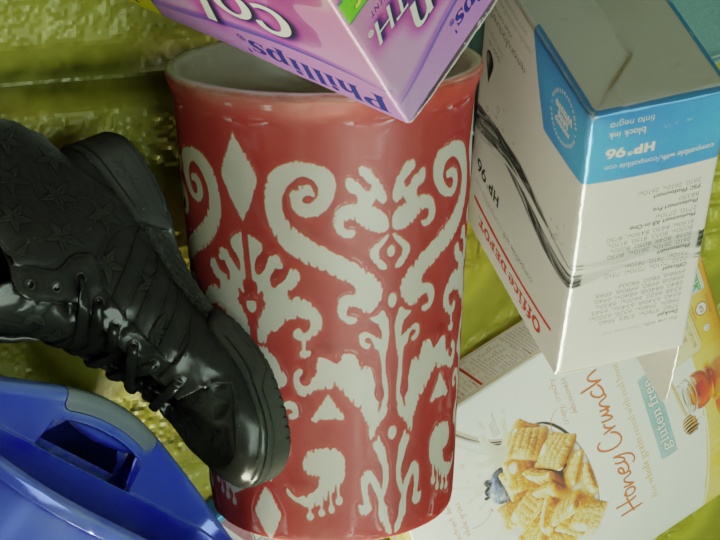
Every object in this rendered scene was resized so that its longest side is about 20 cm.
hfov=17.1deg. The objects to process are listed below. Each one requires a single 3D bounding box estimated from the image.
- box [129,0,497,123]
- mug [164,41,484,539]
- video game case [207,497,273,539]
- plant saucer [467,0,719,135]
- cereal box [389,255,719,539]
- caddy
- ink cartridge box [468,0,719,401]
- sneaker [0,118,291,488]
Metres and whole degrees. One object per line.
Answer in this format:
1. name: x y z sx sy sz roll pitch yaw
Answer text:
1. box: -0.055 -0.169 0.886 0.097 0.176 0.200 -56 147 -12
2. mug: 0.004 0.003 1.050 0.177 0.133 0.200 -11 109 -32
3. video game case: -0.069 0.211 1.173 0.143 0.018 0.200 -34 124 -17
4. plant saucer: 0.127 -0.117 1.160 0.200 0.019 0.070 -18 118 -26
5. cereal box: 0.102 0.091 1.216 0.200 0.040 0.144 -32 123 -17
6. caddy: -0.133 0.098 1.009 0.200 0.141 0.105 33 94 -41
7. ink cartridge box: 0.102 -0.036 1.091 0.068 0.116 0.200 -13 136 -15
8. sneaker: -0.117 0.013 0.983 0.104 0.060 0.200 -20 75 -39
